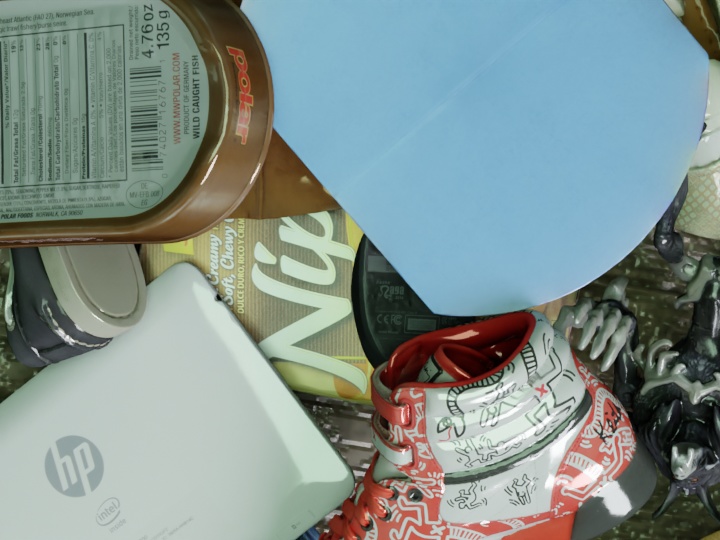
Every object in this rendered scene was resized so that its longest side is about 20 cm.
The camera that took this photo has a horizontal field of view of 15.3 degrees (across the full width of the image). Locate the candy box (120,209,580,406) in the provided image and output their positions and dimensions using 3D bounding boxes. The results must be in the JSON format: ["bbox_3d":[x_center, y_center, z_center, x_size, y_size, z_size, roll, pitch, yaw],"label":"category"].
[{"bbox_3d":[0.000,0.000,1.218,0.199,0.055,0.116,11,94,1],"label":"candy box"}]

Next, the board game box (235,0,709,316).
[{"bbox_3d":[0.046,-0.085,1.123,0.158,0.039,0.200,-41,99,2],"label":"board game box"}]

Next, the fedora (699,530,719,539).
[{"bbox_3d":[0.190,0.202,1.208,0.200,0.082,0.201,0,93,3],"label":"fedora"}]

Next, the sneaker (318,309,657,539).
[{"bbox_3d":[0.017,0.093,1.146,0.201,0.067,0.108,-29,115,12],"label":"sneaker"}]

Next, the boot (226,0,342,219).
[{"bbox_3d":[-0.085,-0.120,1.163,0.188,0.069,0.201,-1,109,0],"label":"boot"}]

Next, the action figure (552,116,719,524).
[{"bbox_3d":[0.145,0.026,1.160,0.119,0.102,0.201,9,105,21],"label":"action figure"}]

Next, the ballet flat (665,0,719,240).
[{"bbox_3d":[0.135,-0.107,1.206,0.067,0.062,0.201,-14,92,10],"label":"ballet flat"}]

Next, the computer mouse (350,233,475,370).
[{"bbox_3d":[0.028,-0.049,1.166,0.058,0.034,0.201,6,93,-17],"label":"computer mouse"}]

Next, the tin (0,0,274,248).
[{"bbox_3d":[-0.128,-0.067,1.121,0.200,0.042,0.112,-2,85,32],"label":"tin"}]

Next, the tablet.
[{"bbox_3d":[-0.114,0.104,1.200,0.200,0.014,0.130,-38,87,11],"label":"tablet"}]

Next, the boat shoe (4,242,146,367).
[{"bbox_3d":[-0.156,-0.050,1.201,0.063,0.073,0.200,-33,65,32],"label":"boat shoe"}]

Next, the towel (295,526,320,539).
[{"bbox_3d":[-0.020,0.216,1.233,0.112,0.049,0.200,-35,92,3],"label":"towel"}]
